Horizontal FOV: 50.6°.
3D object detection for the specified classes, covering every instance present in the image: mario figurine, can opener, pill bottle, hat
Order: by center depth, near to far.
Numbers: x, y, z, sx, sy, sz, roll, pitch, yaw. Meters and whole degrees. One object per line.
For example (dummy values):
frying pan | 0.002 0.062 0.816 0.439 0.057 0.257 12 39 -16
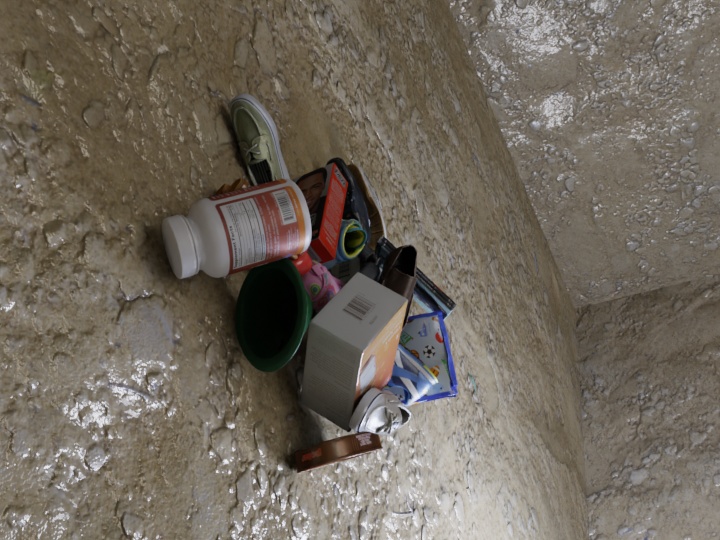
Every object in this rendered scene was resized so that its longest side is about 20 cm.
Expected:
pill bottle | -0.178 -0.056 1.092 0.196 0.112 0.115 -17 91 -26
hat | -0.088 0.072 1.208 0.174 0.167 0.201 15 30 -45
mario figurine | -0.148 -0.073 1.251 0.200 0.106 0.124 48 5 -27
can opener | 0.000 0.000 1.436 0.066 0.054 0.200 39 20 2

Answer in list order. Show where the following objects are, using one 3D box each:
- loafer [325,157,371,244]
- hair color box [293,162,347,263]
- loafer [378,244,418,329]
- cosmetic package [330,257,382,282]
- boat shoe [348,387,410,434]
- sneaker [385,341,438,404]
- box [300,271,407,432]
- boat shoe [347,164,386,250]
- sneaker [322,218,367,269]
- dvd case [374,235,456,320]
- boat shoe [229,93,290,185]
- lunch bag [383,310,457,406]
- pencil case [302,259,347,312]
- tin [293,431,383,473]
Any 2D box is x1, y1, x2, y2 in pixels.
loafer | -0.026 -0.147 1.622 0.071 0.066 0.205 -74 147 -61
hair color box | -0.088 -0.099 1.416 0.062 0.099 0.203 51 32 -37
loafer | 0.064 0.030 1.389 0.071 0.071 0.204 19 52 -13
cosmetic package | 0.016 0.047 1.588 0.200 0.071 0.106 48 36 -46
boat shoe | 0.039 0.248 1.295 0.073 0.065 0.200 -61 161 -1
sneaker | 0.052 0.167 1.414 0.199 0.083 0.074 42 2 -6
box | -0.012 0.138 1.284 0.152 0.105 0.203 -46 154 -43
boat shoe | 0.020 -0.142 1.706 0.069 0.069 0.205 -25 98 -63
sneaker | -0.040 -0.084 1.474 0.080 0.128 0.204 47 36 -40
dvd case | 0.106 0.022 1.541 0.200 0.022 0.146 45 -12 7
boat shoe | -0.174 -0.206 1.327 0.062 0.070 0.204 -66 138 -57
lunch bag | 0.091 0.184 1.522 0.123 0.196 0.175 9 67 -63
pencil case | -0.063 0.040 1.386 0.200 0.085 0.090 34 46 -65
tin | -0.037 0.304 1.286 0.199 0.110 0.043 13 54 -64
